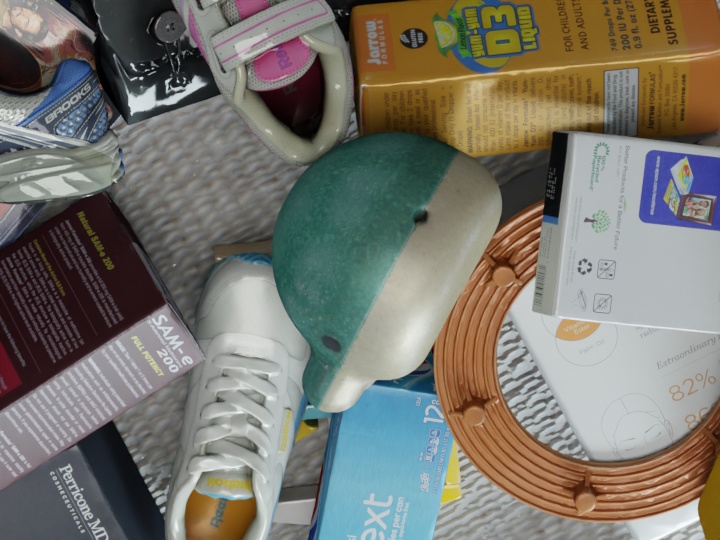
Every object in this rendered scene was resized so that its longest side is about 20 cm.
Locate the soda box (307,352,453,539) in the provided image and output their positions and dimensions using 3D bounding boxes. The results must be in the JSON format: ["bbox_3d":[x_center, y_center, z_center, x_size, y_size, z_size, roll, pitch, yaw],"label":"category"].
[{"bbox_3d":[0.007,0.146,1.662,0.068,0.064,0.201,9,110,-5],"label":"soda box"}]

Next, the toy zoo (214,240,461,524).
[{"bbox_3d":[-0.011,0.075,1.680,0.131,0.020,0.201,-6,111,1],"label":"toy zoo"}]

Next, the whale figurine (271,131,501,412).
[{"bbox_3d":[0.000,0.000,1.513,0.104,0.200,0.159,29,69,0],"label":"whale figurine"}]

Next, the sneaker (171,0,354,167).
[{"bbox_3d":[-0.052,-0.137,1.477,0.081,0.088,0.200,-32,121,1],"label":"sneaker"}]

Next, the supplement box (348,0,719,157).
[{"bbox_3d":[0.095,-0.108,1.542,0.199,0.067,0.069,-8,139,0],"label":"supplement box"}]

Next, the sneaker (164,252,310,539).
[{"bbox_3d":[-0.067,0.088,1.630,0.076,0.081,0.201,8,110,-2],"label":"sneaker"}]

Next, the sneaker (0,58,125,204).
[{"bbox_3d":[-0.232,-0.078,1.560,0.199,0.077,0.085,-7,101,-7],"label":"sneaker"}]

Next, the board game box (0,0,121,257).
[{"bbox_3d":[-0.229,-0.081,1.607,0.135,0.035,0.200,38,105,-15],"label":"board game box"}]

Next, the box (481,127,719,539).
[{"bbox_3d":[0.175,0.026,1.622,0.152,0.106,0.200,-26,109,8],"label":"box"}]

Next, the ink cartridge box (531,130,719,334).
[{"bbox_3d":[0.193,-0.016,1.516,0.199,0.039,0.100,7,92,-16],"label":"ink cartridge box"}]

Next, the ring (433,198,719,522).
[{"bbox_3d":[0.139,0.049,1.563,0.200,0.019,0.201,-1,112,-2],"label":"ring"}]

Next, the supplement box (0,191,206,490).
[{"bbox_3d":[-0.198,0.054,1.597,0.200,0.109,0.061,-32,138,0],"label":"supplement box"}]

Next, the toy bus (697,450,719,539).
[{"bbox_3d":[0.246,0.079,1.513,0.078,0.065,0.200,2,135,-14],"label":"toy bus"}]

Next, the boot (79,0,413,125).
[{"bbox_3d":[-0.059,-0.183,1.543,0.199,0.066,0.165,-15,111,-5],"label":"boot"}]

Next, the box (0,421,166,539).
[{"bbox_3d":[-0.199,0.196,1.676,0.182,0.104,0.200,-22,110,8],"label":"box"}]
